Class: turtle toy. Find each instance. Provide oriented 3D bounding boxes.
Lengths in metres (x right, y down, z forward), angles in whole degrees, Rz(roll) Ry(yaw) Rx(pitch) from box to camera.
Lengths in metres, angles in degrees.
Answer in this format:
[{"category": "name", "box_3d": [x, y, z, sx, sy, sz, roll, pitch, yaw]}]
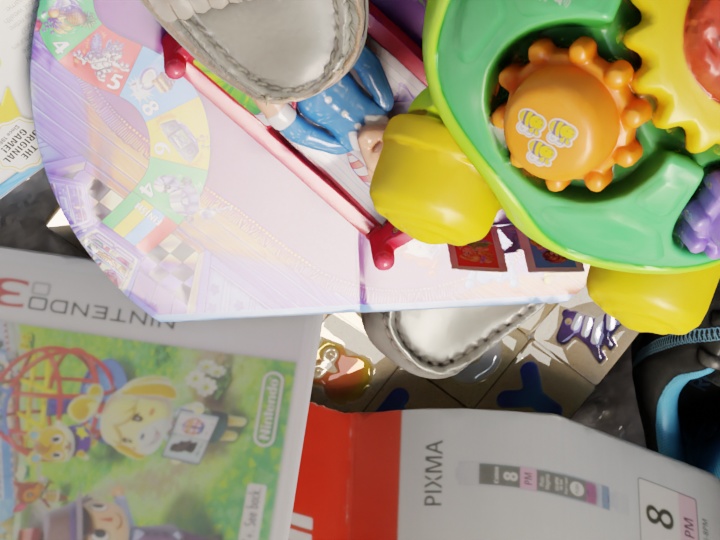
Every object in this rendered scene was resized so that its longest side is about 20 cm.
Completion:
[{"category": "turtle toy", "box_3d": [0.105, -0.054, 0.694, 0.200, 0.101, 0.146, 22, 83, -22]}]

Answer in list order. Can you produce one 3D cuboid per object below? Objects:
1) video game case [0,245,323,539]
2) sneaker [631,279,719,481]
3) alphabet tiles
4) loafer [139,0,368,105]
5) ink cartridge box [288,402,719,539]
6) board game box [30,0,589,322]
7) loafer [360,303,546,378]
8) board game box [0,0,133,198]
[{"category": "video game case", "box_3d": [-0.114, 0.082, 0.753, 0.182, 0.200, 0.022, 8, 150, 1]}, {"category": "sneaker", "box_3d": [0.147, 0.000, 0.856, 0.073, 0.082, 0.200, 13, 133, -2]}, {"category": "alphabet tiles", "box_3d": [0.000, 0.000, 0.843, 0.200, 0.006, 0.167, 36, 96, -24]}, {"category": "loafer", "box_3d": [-0.056, -0.131, 0.664, 0.072, 0.063, 0.200, -23, 105, 6]}, {"category": "ink cartridge box", "box_3d": [0.032, 0.115, 0.797, 0.200, 0.163, 0.057, 24, 140, -27]}, {"category": "board game box", "box_3d": [0.001, -0.052, 0.739, 0.199, 0.039, 0.158, -3, 114, -4]}, {"category": "loafer", "box_3d": [0.074, -0.046, 0.806, 0.070, 0.070, 0.200, 34, 95, -24]}, {"category": "board game box", "box_3d": [-0.077, -0.124, 0.743, 0.200, 0.034, 0.134, -35, 128, 8]}]
